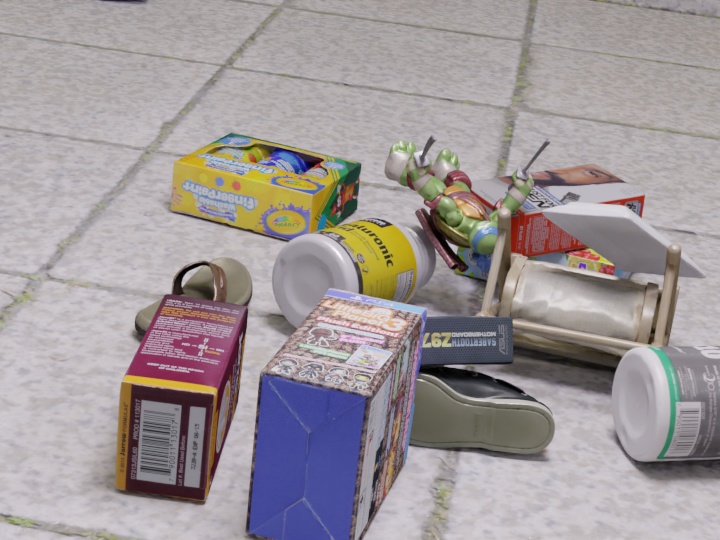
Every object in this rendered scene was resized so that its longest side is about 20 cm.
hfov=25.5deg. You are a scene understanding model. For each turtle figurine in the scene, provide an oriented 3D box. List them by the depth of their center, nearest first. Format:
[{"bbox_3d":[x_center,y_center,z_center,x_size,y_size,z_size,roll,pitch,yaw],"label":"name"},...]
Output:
[{"bbox_3d":[0.119,-0.115,1.819,0.143,0.201,0.194,-23,31,-16],"label":"turtle figurine"}]

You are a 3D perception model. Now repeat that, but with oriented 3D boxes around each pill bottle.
[{"bbox_3d":[0.361,0.131,1.578,0.199,0.114,0.113,0,23,-17],"label":"pill bottle"},{"bbox_3d":[0.000,0.000,1.788,0.111,0.112,0.200,20,20,29],"label":"pill bottle"}]

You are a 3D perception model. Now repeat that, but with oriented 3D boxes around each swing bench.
[{"bbox_3d":[0.240,0.036,1.727,0.198,0.130,0.200,11,-13,13],"label":"swing bench"}]

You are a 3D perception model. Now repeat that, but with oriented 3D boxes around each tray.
[{"bbox_3d":[0.287,-0.035,1.706,0.107,0.022,0.200,7,-14,38],"label":"tray"}]

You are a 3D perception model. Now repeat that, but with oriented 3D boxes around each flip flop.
[{"bbox_3d":[-0.181,0.022,1.756,0.081,0.058,0.200,16,24,22],"label":"flip flop"}]

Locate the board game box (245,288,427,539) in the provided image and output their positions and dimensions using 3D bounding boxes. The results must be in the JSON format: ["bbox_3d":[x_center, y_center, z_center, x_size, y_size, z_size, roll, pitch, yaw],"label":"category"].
[{"bbox_3d":[-0.019,0.130,1.405,0.096,0.160,0.200,12,22,12],"label":"board game box"}]

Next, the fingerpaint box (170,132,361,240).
[{"bbox_3d":[-0.122,-0.112,2.082,0.199,0.074,0.167,15,23,19],"label":"fingerpaint box"}]

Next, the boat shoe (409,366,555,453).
[{"bbox_3d":[0.091,0.129,1.557,0.198,0.075,0.066,6,18,1],"label":"boat shoe"}]

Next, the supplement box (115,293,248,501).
[{"bbox_3d":[-0.163,0.113,1.469,0.085,0.111,0.200,8,22,2],"label":"supplement box"}]

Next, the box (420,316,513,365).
[{"bbox_3d":[0.046,0.073,1.612,0.157,0.051,0.200,0,-3,-19],"label":"box"}]

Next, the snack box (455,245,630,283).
[{"bbox_3d":[0.240,-0.030,1.996,0.199,0.068,0.169,15,25,18],"label":"snack box"}]

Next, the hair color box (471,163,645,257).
[{"bbox_3d":[0.232,-0.073,1.933,0.199,0.064,0.111,-9,28,-28],"label":"hair color box"}]
